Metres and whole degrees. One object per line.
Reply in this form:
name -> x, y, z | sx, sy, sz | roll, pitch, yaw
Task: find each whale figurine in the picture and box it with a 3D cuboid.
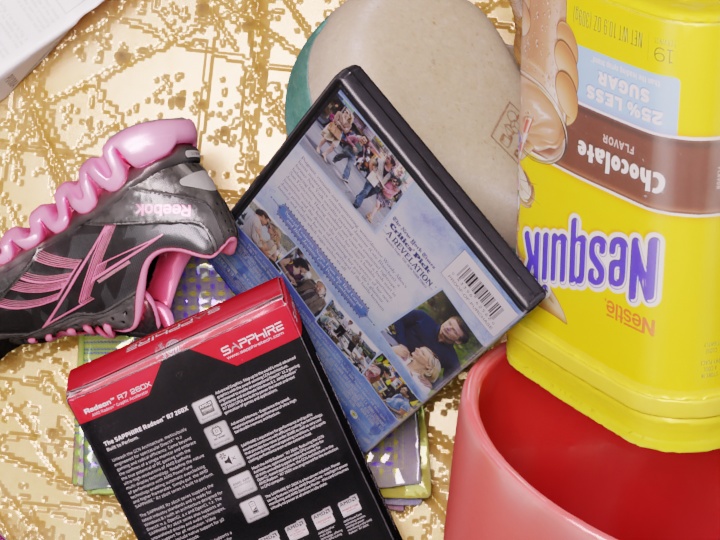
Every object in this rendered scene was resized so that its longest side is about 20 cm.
whale figurine -> 0.046, -0.056, 1.118 | 0.200, 0.104, 0.160 | 40, 50, -15

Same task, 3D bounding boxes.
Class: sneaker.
sneaker -> -0.144, 0.009, 1.114 | 0.200, 0.079, 0.096 | -39, 84, 23

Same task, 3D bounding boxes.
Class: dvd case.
dvd case -> 0.000, 0.000, 1.058 | 0.018, 0.200, 0.143 | -36, 84, -33

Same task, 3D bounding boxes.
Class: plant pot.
plant pot -> 0.123, 0.157, 1.046 | 0.199, 0.201, 0.178 | 18, 118, 4

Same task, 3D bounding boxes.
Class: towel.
towel -> -0.058, 0.056, 1.155 | 0.198, 0.023, 0.145 | 2, 88, 3

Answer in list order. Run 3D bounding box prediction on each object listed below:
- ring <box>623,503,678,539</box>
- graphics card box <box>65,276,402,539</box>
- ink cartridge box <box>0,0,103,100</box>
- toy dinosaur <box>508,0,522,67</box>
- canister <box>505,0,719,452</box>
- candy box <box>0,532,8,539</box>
ring -> 0.200, 0.090, 1.100 | 0.199, 0.019, 0.202 | 6, 102, 30
graphics card box -> -0.057, 0.117, 1.104 | 0.125, 0.051, 0.201 | -25, 107, 1
ink cartridge box -> -0.224, -0.178, 1.170 | 0.199, 0.047, 0.161 | -36, 85, -5
toy dinosaur -> 0.094, -0.118, 1.074 | 0.060, 0.106, 0.201 | -29, 101, -5
canister -> 0.131, -0.039, 0.972 | 0.086, 0.148, 0.201 | -14, 116, -29
candy box -> -0.230, 0.205, 1.136 | 0.200, 0.061, 0.136 | 44, 90, 4
